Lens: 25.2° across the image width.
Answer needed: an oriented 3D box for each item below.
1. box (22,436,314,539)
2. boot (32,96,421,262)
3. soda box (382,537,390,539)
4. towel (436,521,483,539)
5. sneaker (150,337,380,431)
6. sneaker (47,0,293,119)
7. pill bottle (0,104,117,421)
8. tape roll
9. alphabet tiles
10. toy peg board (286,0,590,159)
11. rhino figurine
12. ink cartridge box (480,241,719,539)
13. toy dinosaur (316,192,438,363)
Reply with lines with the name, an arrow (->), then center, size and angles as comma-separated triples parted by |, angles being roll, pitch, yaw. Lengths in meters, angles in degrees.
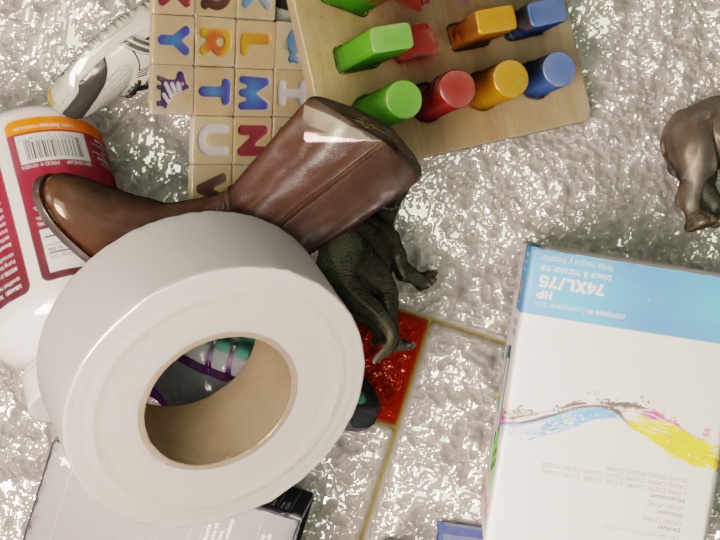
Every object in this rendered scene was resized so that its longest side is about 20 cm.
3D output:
box -> -0.151, 0.231, 1.148 | 0.182, 0.104, 0.201 | 18, 93, 2
boot -> -0.083, -0.060, 1.031 | 0.186, 0.064, 0.200 | 27, 132, -34
soda box -> 0.059, 0.291, 1.156 | 0.068, 0.063, 0.200 | -42, 89, 3
towel -> 0.146, 0.232, 1.114 | 0.199, 0.147, 0.024 | 6, 123, 5
sneaker -> -0.086, 0.090, 1.166 | 0.199, 0.074, 0.088 | 21, 110, 10
sneaker -> -0.121, -0.152, 1.120 | 0.200, 0.076, 0.088 | -37, 99, -21
pill bottle -> -0.211, -0.003, 1.109 | 0.113, 0.113, 0.201 | -20, 69, 4
tape roll -> -0.101, 0.066, 1.026 | 0.202, 0.071, 0.203 | -14, 127, -19
alphabet tiles -> -0.075, -0.141, 1.117 | 0.167, 0.008, 0.201 | -3, 99, -39
toy peg board -> 0.060, -0.184, 1.091 | 0.199, 0.098, 0.201 | -13, 92, -16
rhino figurine -> 0.304, -0.099, 1.127 | 0.199, 0.060, 0.088 | -21, 80, 1
ink cartridge box -> 0.168, 0.091, 1.100 | 0.146, 0.147, 0.201 | 9, 92, 3
toy dinosaur -> 0.000, 0.000, 1.118 | 0.077, 0.200, 0.102 | -25, 115, 30
